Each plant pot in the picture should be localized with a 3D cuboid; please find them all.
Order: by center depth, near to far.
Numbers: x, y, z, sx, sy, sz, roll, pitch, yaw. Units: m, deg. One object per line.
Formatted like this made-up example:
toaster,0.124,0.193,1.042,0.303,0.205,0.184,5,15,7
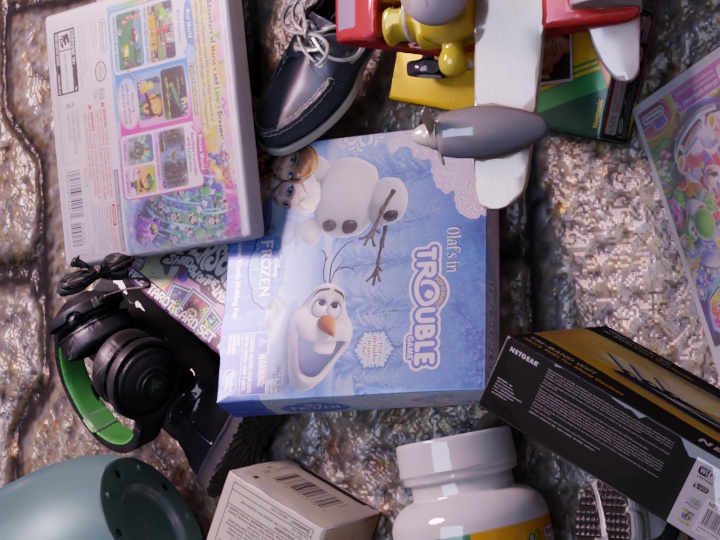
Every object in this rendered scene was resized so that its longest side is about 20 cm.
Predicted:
plant pot,-0.224,0.245,1.102,0.161,0.200,0.201,-34,72,18

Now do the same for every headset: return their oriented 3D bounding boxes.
headset,-0.206,0.065,1.068,0.123,0.094,0.201,43,136,26

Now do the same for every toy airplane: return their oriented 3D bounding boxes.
toy airplane,0.083,-0.169,0.859,0.199,0.141,0.200,-48,66,24

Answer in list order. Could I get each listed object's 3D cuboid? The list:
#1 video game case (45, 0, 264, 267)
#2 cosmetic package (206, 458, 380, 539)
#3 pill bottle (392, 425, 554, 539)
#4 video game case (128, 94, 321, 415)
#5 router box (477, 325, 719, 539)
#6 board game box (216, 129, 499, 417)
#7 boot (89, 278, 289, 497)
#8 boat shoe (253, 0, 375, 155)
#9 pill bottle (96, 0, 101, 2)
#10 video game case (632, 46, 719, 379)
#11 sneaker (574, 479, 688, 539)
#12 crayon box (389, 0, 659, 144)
video game case,-0.159,-0.112,1.024,0.181,0.024,0.201,-8,86,31
cosmetic package,-0.073,0.262,1.061,0.103,0.087,0.201,27,103,28
pill bottle,0.084,0.214,0.945,0.112,0.113,0.201,-15,82,32
video game case,-0.069,-0.017,1.052,0.200,0.036,0.182,36,86,27
router box,0.196,0.104,0.848,0.200,0.157,0.052,31,106,28
board game box,0.000,0.000,0.976,0.198,0.043,0.201,-5,69,17
boot,-0.139,0.060,1.123,0.200,0.066,0.165,46,111,29
boat shoe,-0.017,-0.175,1.001,0.200,0.062,0.075,-49,58,-2
pill bottle,-0.171,-0.165,1.110,0.112,0.112,0.201,19,101,31
video game case,0.244,-0.037,0.854,0.143,0.018,0.201,-37,67,64
sneaker,0.186,0.239,0.884,0.074,0.080,0.201,-5,78,59
crayon box,0.121,-0.203,0.953,0.172,0.058,0.201,15,98,32
